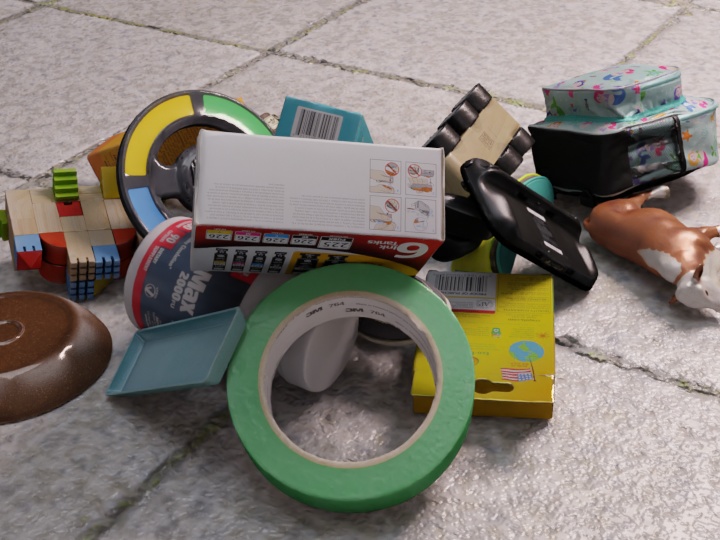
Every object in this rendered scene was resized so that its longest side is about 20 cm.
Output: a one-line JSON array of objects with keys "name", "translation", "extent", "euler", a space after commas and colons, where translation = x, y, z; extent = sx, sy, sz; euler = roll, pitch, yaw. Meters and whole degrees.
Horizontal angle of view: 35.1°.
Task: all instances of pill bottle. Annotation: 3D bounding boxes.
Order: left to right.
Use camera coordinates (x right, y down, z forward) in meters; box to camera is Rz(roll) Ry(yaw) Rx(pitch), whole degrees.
[{"name": "pill bottle", "translation": [-0.108, 0.034, 1.057], "extent": [0.200, 0.120, 0.120], "euler": [21, 38, 25]}]

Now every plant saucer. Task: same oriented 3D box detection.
[{"name": "plant saucer", "translation": [-0.342, 0.072, 1.095], "extent": [0.200, 0.037, 0.201], "euler": [-1, 31, 1]}, {"name": "plant saucer", "translation": [-0.160, 0.075, 0.983], "extent": [0.200, 0.019, 0.070], "euler": [-15, 47, 54]}]

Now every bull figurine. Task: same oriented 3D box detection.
[{"name": "bull figurine", "translation": [0.325, -0.027, 1.186], "extent": [0.121, 0.065, 0.200], "euler": [-17, 35, -27]}]

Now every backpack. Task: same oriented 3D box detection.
[{"name": "backpack", "translation": [0.313, -0.163, 1.327], "extent": [0.199, 0.151, 0.177], "euler": [-10, 14, -27]}]

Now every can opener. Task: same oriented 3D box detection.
[{"name": "can opener", "translation": [0.037, -0.067, 1.137], "extent": [0.199, 0.079, 0.063], "euler": [19, 35, -6]}]

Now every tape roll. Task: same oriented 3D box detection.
[{"name": "tape roll", "translation": [-0.007, 0.094, 0.928], "extent": [0.200, 0.048, 0.201], "euler": [-1, 66, 3]}]

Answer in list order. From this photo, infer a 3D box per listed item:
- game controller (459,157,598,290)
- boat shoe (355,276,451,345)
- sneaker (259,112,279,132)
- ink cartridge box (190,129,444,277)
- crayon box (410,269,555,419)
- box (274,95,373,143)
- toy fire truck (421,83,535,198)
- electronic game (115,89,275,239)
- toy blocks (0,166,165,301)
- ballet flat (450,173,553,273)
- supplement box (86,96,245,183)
[{"name": "game controller", "translation": [0.170, -0.043, 1.130], "extent": [0.042, 0.200, 0.105], "euler": [-31, 56, 29]}, {"name": "boat shoe", "translation": [-0.003, 0.013, 1.064], "extent": [0.200, 0.063, 0.073], "euler": [22, 70, 44]}, {"name": "sneaker", "translation": [-0.106, -0.151, 1.402], "extent": [0.200, 0.076, 0.070], "euler": [16, 37, 28]}, {"name": "ink cartridge box", "translation": [-0.043, -0.044, 0.975], "extent": [0.199, 0.176, 0.084], "euler": [3, 74, -8]}, {"name": "crayon box", "translation": [0.114, 0.074, 1.047], "extent": [0.127, 0.051, 0.200], "euler": [2, 31, 8]}, {"name": "box", "translation": [-0.031, -0.127, 1.199], "extent": [0.082, 0.049, 0.200], "euler": [14, -5, 6]}, {"name": "toy fire truck", "translation": [0.074, -0.109, 1.312], "extent": [0.129, 0.200, 0.176], "euler": [44, 39, -6]}, {"name": "electronic game", "translation": [-0.163, -0.097, 1.218], "extent": [0.200, 0.200, 0.042], "euler": [-25, -1, -32]}, {"name": "toy blocks", "translation": [-0.293, -0.028, 1.214], "extent": [0.199, 0.100, 0.137], "euler": [-5, 43, -22]}, {"name": "ballet flat", "translation": [0.150, -0.048, 1.237], "extent": [0.067, 0.067, 0.200], "euler": [-7, 27, 32]}, {"name": "supplement box", "translation": [-0.221, -0.143, 1.343], "extent": [0.200, 0.069, 0.067], "euler": [-14, 23, 30]}]
